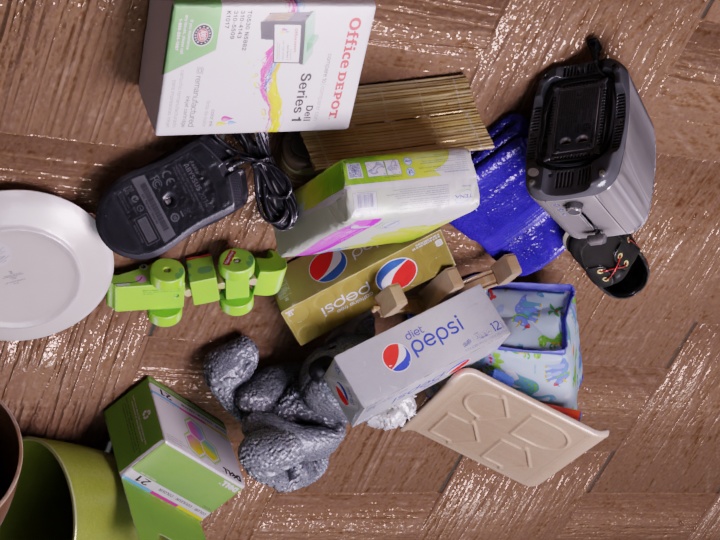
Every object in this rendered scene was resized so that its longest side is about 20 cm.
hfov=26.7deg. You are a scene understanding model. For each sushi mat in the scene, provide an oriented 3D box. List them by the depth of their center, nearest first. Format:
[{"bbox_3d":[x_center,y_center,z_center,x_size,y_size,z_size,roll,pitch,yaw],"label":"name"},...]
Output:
[{"bbox_3d":[0.031,-0.151,1.537,0.198,0.097,0.012,-8,154,-18],"label":"sushi mat"}]

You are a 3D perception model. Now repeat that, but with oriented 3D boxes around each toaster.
[{"bbox_3d":[0.249,-0.130,1.615,0.113,0.202,0.129,-7,149,28],"label":"toaster"}]

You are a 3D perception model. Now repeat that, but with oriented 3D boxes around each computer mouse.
[{"bbox_3d":[-0.169,-0.076,1.523,0.198,0.053,0.140,-23,99,2],"label":"computer mouse"}]

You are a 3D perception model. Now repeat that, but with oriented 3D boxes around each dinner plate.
[{"bbox_3d":[-0.349,0.003,1.536,0.198,0.024,0.202,-7,131,-9],"label":"dinner plate"}]

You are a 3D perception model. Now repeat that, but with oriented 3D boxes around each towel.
[{"bbox_3d":[0.181,-0.077,1.707,0.147,0.050,0.200,-42,134,14],"label":"towel"}]

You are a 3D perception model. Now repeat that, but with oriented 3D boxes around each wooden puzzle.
[{"bbox_3d":[0.167,0.176,1.775,0.198,0.047,0.185,23,149,-10],"label":"wooden puzzle"}]

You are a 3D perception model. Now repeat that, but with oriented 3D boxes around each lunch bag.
[{"bbox_3d":[0.161,0.100,1.813,0.198,0.128,0.171,1,138,15],"label":"lunch bag"}]

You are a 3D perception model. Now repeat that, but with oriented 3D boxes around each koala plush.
[{"bbox_3d":[-0.043,0.140,1.732,0.199,0.178,0.184,-34,147,8],"label":"koala plush"}]

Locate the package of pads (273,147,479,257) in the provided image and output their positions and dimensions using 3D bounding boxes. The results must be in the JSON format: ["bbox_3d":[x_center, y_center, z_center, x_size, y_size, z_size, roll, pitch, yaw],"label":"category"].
[{"bbox_3d":[0.015,-0.066,1.535,0.153,0.069,0.200,-8,174,-25],"label":"package of pads"}]

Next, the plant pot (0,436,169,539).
[{"bbox_3d":[-0.302,0.286,1.745,0.199,0.188,0.188,6,129,-46],"label":"plant pot"}]

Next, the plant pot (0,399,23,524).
[{"bbox_3d":[-0.457,0.246,1.636,0.185,0.188,0.201,-8,147,-17],"label":"plant pot"}]

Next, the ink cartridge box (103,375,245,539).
[{"bbox_3d":[-0.199,0.240,1.716,0.076,0.201,0.148,-38,135,13],"label":"ink cartridge box"}]

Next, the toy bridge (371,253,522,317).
[{"bbox_3d":[0.089,0.023,1.694,0.199,0.027,0.067,-14,161,-37],"label":"toy bridge"}]

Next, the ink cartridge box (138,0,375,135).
[{"bbox_3d":[-0.098,-0.210,1.427,0.198,0.084,0.146,-4,132,-22],"label":"ink cartridge box"}]

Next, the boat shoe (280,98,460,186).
[{"bbox_3d":[0.012,-0.128,1.579,0.198,0.072,0.076,-8,150,-10],"label":"boat shoe"}]

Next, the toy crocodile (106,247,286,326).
[{"bbox_3d":[-0.174,0.011,1.623,0.198,0.062,0.068,-8,134,-12],"label":"toy crocodile"}]

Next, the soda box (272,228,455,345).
[{"bbox_3d":[0.000,0.000,1.684,0.198,0.064,0.068,-27,138,1],"label":"soda box"}]

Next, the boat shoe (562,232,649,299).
[{"bbox_3d":[0.290,-0.019,1.757,0.073,0.063,0.201,-36,154,10],"label":"boat shoe"}]

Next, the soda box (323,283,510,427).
[{"bbox_3d":[0.062,0.092,1.661,0.199,0.069,0.064,-26,164,-23],"label":"soda box"}]
